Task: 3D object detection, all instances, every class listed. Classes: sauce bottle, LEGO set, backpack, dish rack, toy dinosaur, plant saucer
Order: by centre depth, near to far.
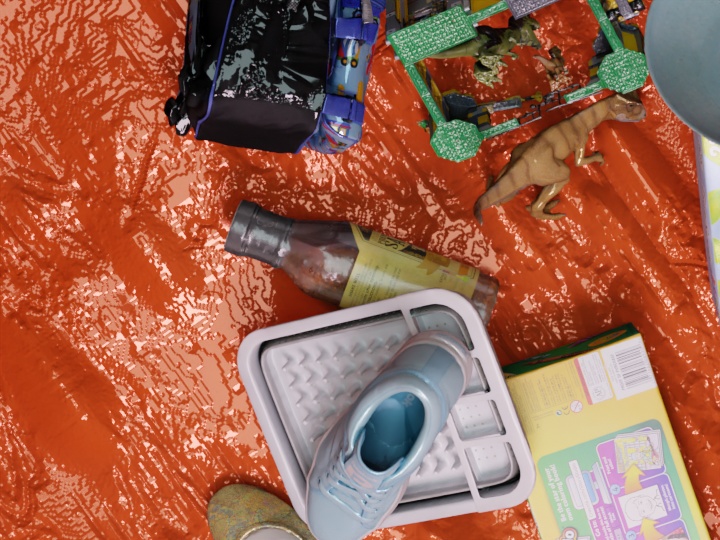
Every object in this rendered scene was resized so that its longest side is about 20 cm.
[{"bbox_3d":[0.294,-0.150,1.492,0.201,0.039,0.201,-5,59,8],"label":"plant saucer"},{"bbox_3d":[-0.055,-0.189,1.532,0.134,0.183,0.200,9,84,-8],"label":"backpack"},{"bbox_3d":[0.120,-0.073,1.561,0.060,0.106,0.200,42,58,16],"label":"toy dinosaur"},{"bbox_3d":[0.107,-0.182,1.568,0.200,0.116,0.154,-28,124,21],"label":"LEGO set"},{"bbox_3d":[0.023,0.098,1.579,0.200,0.044,0.172,-14,107,27],"label":"dish rack"},{"bbox_3d":[0.000,0.000,1.596,0.200,0.066,0.066,21,96,-2],"label":"sauce bottle"}]

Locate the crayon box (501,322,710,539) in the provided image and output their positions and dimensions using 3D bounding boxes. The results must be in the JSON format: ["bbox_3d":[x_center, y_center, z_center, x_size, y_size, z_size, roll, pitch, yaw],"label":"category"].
[{"bbox_3d":[0.179,0.153,1.608,0.119,0.058,0.200,-19,94,4],"label":"crayon box"}]

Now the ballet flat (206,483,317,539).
[{"bbox_3d":[-0.041,0.241,1.619,0.071,0.071,0.200,-38,93,5],"label":"ballet flat"}]

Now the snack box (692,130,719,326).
[{"bbox_3d":[0.342,-0.053,1.551,0.200,0.068,0.169,-8,118,6],"label":"snack box"}]

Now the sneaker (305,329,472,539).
[{"bbox_3d":[0.004,0.128,1.527,0.074,0.082,0.200,33,122,8],"label":"sneaker"}]
